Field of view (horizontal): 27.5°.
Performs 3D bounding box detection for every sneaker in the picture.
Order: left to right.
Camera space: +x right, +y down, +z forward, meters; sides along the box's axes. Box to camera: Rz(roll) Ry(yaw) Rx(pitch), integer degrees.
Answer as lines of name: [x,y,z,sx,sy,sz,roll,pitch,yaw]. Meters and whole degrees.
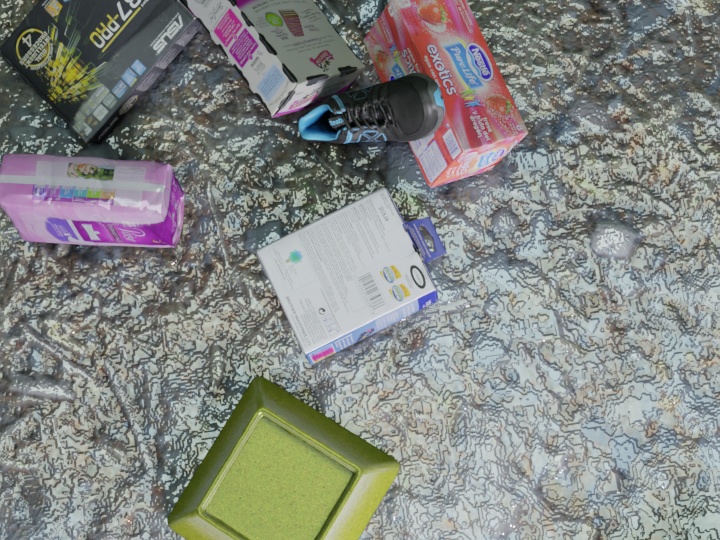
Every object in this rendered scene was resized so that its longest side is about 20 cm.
sneaker: [0.013,-0.171,1.653,0.081,0.199,0.074,-22,99,-39]

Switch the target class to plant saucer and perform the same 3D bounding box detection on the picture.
plant saucer: [-0.088,0.247,1.638,0.199,0.048,0.201,30,81,9]

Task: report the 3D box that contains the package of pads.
package of pads: [-0.306,-0.078,1.682,0.198,0.121,0.076,3,72,4]

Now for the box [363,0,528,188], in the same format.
box: [0.095,-0.211,1.687,0.094,0.103,0.202,-17,75,-28]

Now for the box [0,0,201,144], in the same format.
box: [-0.305,-0.275,1.733,0.161,0.049,0.200,45,100,5]

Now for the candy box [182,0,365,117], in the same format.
candy box: [-0.105,-0.281,1.708,0.201,0.136,0.061,52,128,12]

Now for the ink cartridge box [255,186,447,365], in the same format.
ink cartridge box: [0.000,0.000,1.672,0.199,0.076,0.137,-26,78,-1]
